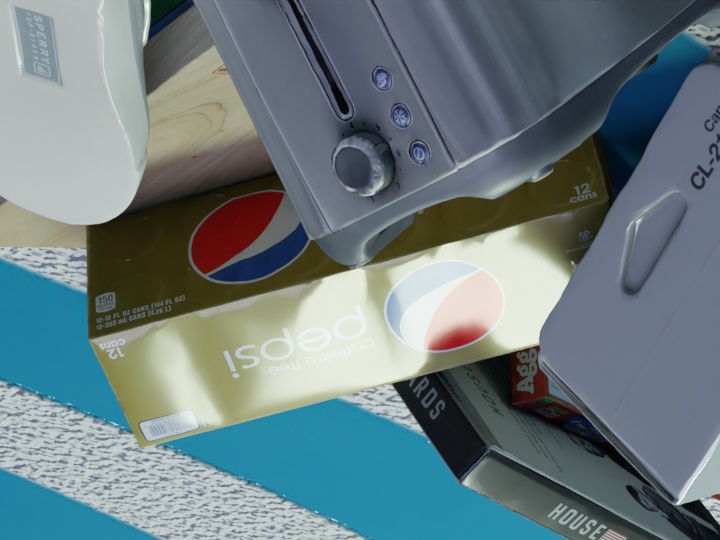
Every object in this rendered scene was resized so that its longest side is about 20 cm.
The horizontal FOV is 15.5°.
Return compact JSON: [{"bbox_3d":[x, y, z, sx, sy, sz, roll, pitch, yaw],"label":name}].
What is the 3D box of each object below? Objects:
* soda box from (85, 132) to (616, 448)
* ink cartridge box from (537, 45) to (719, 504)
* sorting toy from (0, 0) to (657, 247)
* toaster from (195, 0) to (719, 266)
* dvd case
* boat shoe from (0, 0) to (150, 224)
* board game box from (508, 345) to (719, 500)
[{"bbox_3d":[0.000,0.000,0.995,0.199,0.068,0.064,-15,131,6],"label":"soda box"},{"bbox_3d":[0.180,-0.007,0.955,0.200,0.083,0.146,-10,138,-44],"label":"ink cartridge box"},{"bbox_3d":[-0.029,-0.075,1.000,0.198,0.070,0.200,0,159,-39],"label":"sorting toy"},{"bbox_3d":[0.033,-0.102,0.826,0.113,0.200,0.129,-24,100,44],"label":"toaster"},{"bbox_3d":[0.073,0.063,1.088,0.025,0.150,0.200,-48,135,13],"label":"dvd case"},{"bbox_3d":[-0.097,-0.087,0.850,0.072,0.069,0.200,15,150,11],"label":"boat shoe"},{"bbox_3d":[0.117,0.030,1.112,0.019,0.103,0.200,-14,156,31],"label":"board game box"}]
